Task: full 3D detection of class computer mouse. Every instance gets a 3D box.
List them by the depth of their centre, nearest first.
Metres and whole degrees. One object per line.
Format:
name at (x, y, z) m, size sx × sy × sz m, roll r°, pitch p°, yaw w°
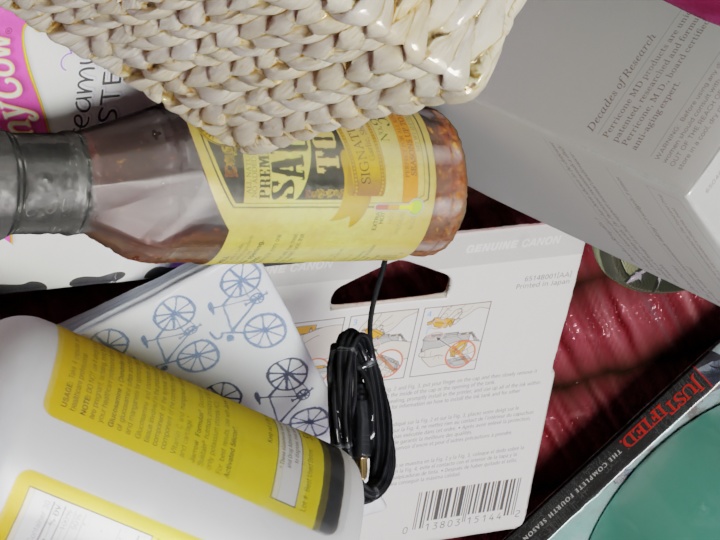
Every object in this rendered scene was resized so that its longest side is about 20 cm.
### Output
computer mouse at (0.000, 0.000, 1.041) m, size 0.034 × 0.202 × 0.059 m, roll -7°, pitch 154°, yaw 29°

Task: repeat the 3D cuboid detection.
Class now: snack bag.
snack bag at (-0.105, 0.086, 1.048) m, size 0.199 × 0.021 × 0.189 m, roll -24°, pitch 135°, yaw 1°

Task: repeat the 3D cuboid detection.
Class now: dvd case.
dvd case at (0.159, 0.114, 1.259) m, size 0.200 × 0.022 × 0.146 m, roll -43°, pitch 144°, yaw 0°

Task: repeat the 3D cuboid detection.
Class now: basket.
basket at (-0.026, -0.161, 0.828) m, size 0.160 × 0.198 × 0.201 m, roll 34°, pitch 72°, yaw -22°

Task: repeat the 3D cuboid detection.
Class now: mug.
mug at (0.196, 0.166, 1.230) m, size 0.151 × 0.114 × 0.186 m, roll -4°, pitch 129°, yaw -40°

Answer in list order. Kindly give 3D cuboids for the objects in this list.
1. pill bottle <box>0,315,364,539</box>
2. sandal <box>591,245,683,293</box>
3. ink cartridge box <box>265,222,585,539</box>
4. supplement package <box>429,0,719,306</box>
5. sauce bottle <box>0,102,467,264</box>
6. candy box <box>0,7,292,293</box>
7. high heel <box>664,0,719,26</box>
pill bottle at (-0.107, 0.085, 0.941) m, size 0.199 × 0.112 × 0.113 m, roll 25°, pitch 107°, yaw -15°
sandal at (0.182, -0.035, 1.171) m, size 0.200 × 0.057 × 0.080 m, roll -2°, pitch 111°, yaw -36°
ink cartridge box at (-0.004, 0.050, 1.132) m, size 0.199 × 0.045 × 0.177 m, roll -6°, pitch 123°, yaw -26°
supplement package at (0.110, -0.078, 0.991) m, size 0.118 × 0.199 × 0.117 m, roll -55°, pitch 138°, yaw -8°
sauce bottle at (-0.056, -0.033, 0.944) m, size 0.199 × 0.066 × 0.066 m, roll -3°, pitch 121°, yaw -31°
candy box at (-0.106, -0.082, 0.974) m, size 0.199 × 0.072 × 0.169 m, roll -6°, pitch 123°, yaw -26°
high heel at (0.077, -0.119, 0.937) m, size 0.067 × 0.199 × 0.097 m, roll -21°, pitch 98°, yaw -48°
